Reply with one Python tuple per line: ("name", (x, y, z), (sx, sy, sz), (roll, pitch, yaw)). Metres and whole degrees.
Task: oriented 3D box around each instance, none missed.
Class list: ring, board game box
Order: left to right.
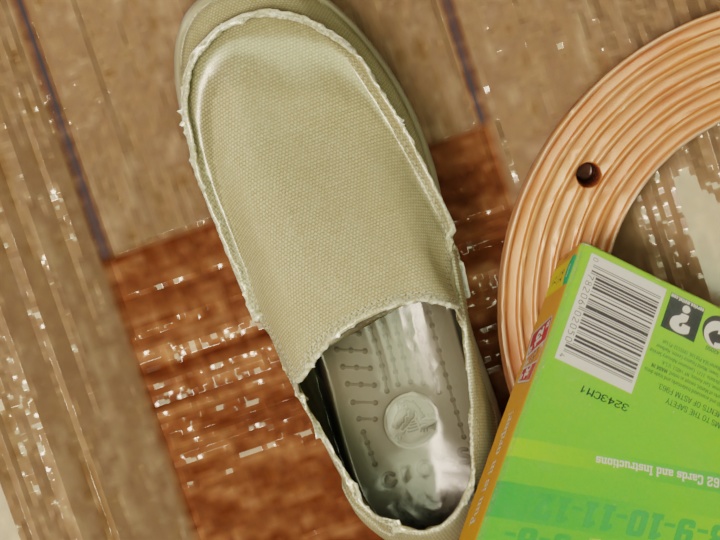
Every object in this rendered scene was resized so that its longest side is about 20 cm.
("board game box", (0.076, 0.099, 0.893), (0.095, 0.030, 0.200), (25, 65, -10))
("ring", (0.144, 0.009, 0.954), (0.200, 0.019, 0.201), (-1, 98, -5))

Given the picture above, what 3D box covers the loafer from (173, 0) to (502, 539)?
("loafer", (0.000, 0.000, 0.917), (0.076, 0.068, 0.200), (-25, 99, 0))
